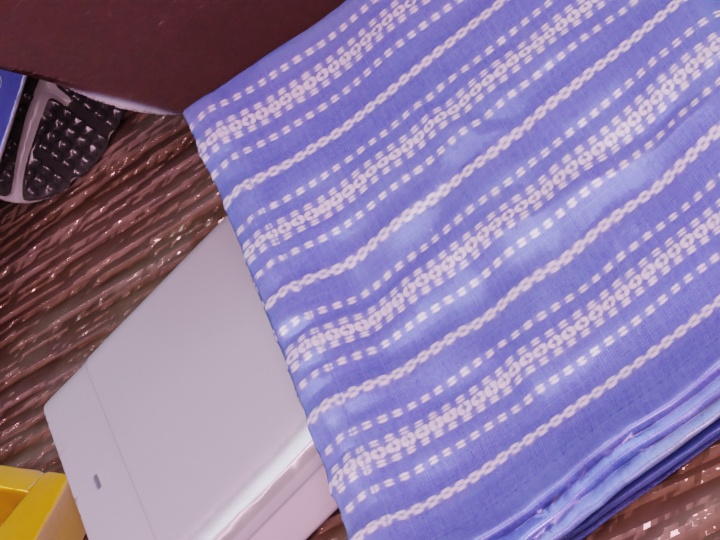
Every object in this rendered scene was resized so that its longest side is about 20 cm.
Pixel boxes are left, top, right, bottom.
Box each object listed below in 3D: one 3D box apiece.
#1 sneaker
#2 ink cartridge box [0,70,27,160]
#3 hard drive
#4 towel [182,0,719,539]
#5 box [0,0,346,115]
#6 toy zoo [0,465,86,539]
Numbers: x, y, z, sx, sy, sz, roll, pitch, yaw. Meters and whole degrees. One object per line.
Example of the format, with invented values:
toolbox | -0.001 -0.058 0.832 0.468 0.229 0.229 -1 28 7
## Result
sneaker | -0.092 -0.118 0.950 0.200 0.074 0.080 -53 26 -10
ink cartridge box | -0.183 -0.017 0.906 0.200 0.047 0.199 -1 70 63
hard drive | 0.000 0.000 0.720 0.200 0.026 0.132 -46 28 6
towel | 0.034 -0.019 0.647 0.145 0.024 0.201 -37 43 13
box | -0.043 -0.171 0.755 0.200 0.165 0.165 -49 55 24
toy zoo | -0.166 0.099 0.754 0.199 0.021 0.131 5 40 32
